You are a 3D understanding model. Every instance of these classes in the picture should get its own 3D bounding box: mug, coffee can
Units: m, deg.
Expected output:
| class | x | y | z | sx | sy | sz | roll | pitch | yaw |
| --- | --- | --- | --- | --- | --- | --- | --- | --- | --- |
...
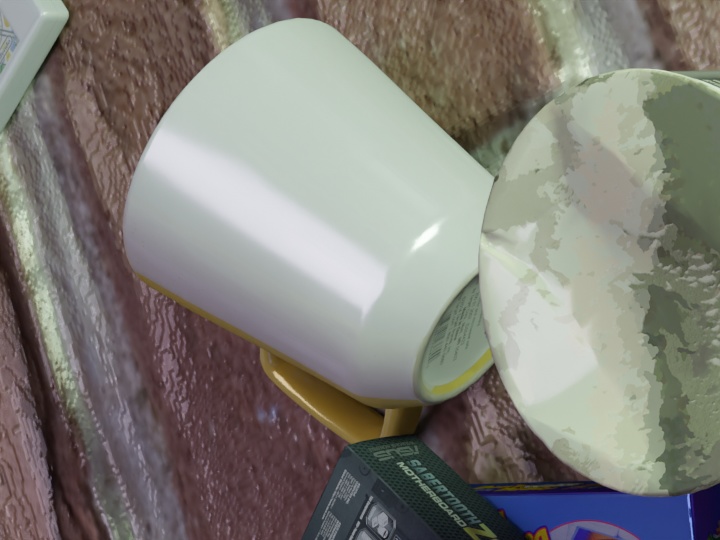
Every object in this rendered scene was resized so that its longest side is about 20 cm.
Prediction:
| class | x | y | z | sx | sy | sz | roll | pitch | yaw |
| --- | --- | --- | --- | --- | --- | --- | --- | --- | --- |
| mug | 0.003 | -0.008 | 1.095 | 0.153 | 0.187 | 0.149 | 36 | 85 | 28 |
| coffee can | 0.162 | -0.002 | 0.864 | 0.146 | 0.200 | 0.147 | 6 | 98 | 45 |

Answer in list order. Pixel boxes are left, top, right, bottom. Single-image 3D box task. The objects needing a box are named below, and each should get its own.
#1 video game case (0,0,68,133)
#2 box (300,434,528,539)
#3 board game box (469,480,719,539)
| class | x | y | z | sx | sy | sz | roll | pitch | yaw |
| --- | --- | --- | --- | --- | --- | --- | --- | --- | --- |
| video game case | -0.262 | -0.143 | 1.404 | 0.182 | 0.023 | 0.200 | 56 | 129 | 26 |
| box | 0.020 | 0.199 | 1.066 | 0.158 | 0.051 | 0.200 | 42 | 121 | 35 |
| board game box | 0.090 | 0.164 | 1.061 | 0.200 | 0.045 | 0.135 | -6 | 89 | 45 |
